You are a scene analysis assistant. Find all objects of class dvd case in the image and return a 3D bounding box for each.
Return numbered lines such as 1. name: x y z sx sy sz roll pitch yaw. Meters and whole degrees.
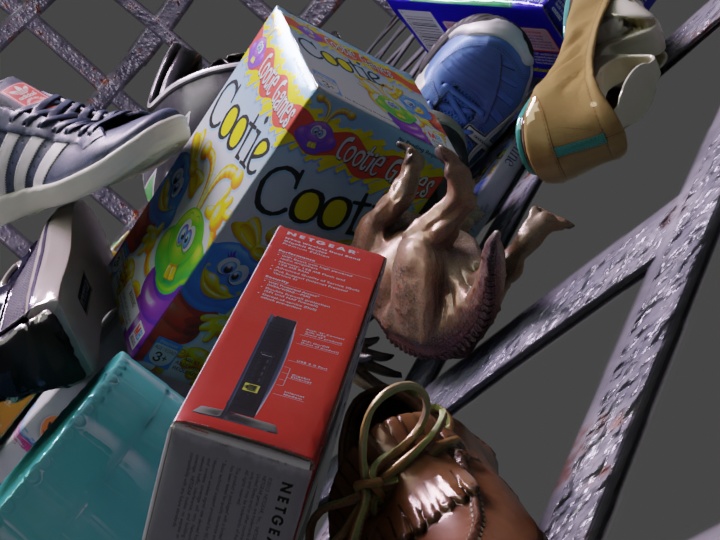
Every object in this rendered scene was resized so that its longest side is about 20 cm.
1. dvd case: 0.079 -0.064 1.104 0.200 0.018 0.143 -56 10 -33

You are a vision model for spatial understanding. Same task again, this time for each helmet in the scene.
1. helmet: -0.074 -0.084 1.201 0.200 0.200 0.191 -46 24 24

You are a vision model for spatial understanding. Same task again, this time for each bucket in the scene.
1. bucket: -0.135 0.153 0.863 0.207 0.135 0.207 -49 6 7

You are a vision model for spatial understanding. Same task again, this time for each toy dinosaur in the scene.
1. toy dinosaur: 0.028 0.013 0.836 0.136 0.086 0.200 -62 26 -6

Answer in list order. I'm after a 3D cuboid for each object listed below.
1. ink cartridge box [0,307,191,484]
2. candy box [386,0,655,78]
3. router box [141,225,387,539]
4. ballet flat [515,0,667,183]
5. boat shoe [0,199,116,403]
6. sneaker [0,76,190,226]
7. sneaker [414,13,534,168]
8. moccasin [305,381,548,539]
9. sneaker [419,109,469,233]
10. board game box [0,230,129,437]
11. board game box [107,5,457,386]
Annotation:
1. ink cartridge box: -0.149 0.115 1.080 0.200 0.145 0.145 -44 10 40
2. candy box: 0.141 -0.231 1.104 0.169 0.077 0.200 16 63 52
3. router box: -0.048 0.107 0.614 0.180 0.049 0.201 -69 -5 -66
4. ballet flat: 0.140 -0.111 0.890 0.063 0.069 0.200 -12 31 28
5. boat shoe: -0.202 0.020 0.960 0.092 0.075 0.200 -21 18 5
6. sneaker: -0.189 -0.083 0.981 0.199 0.085 0.075 -15 8 39
7. sneaker: 0.051 -0.082 1.061 0.200 0.075 0.077 -56 10 38
8. moccasin: 0.018 0.082 0.555 0.074 0.078 0.201 -48 8 12
9. sneaker: 0.000 0.000 1.009 0.200 0.074 0.107 -54 26 37
10. board game box: -0.217 0.060 1.082 0.200 0.030 0.095 -56 10 -16
11. board game box: -0.051 -0.033 0.948 0.200 0.104 0.103 -55 32 21
